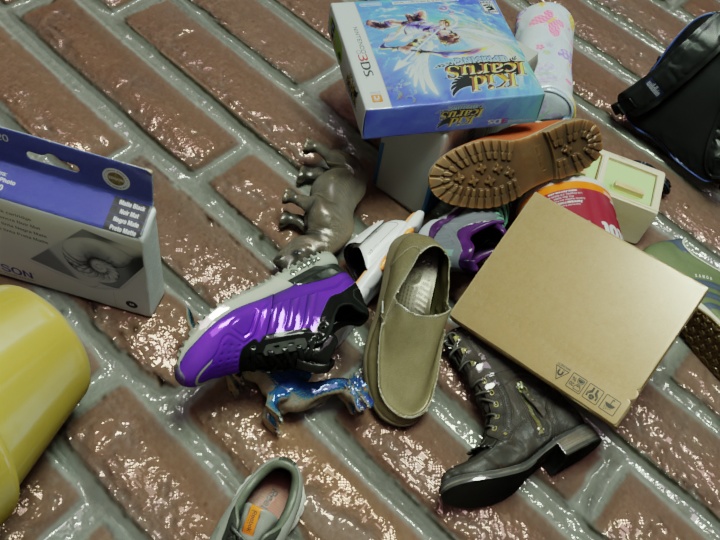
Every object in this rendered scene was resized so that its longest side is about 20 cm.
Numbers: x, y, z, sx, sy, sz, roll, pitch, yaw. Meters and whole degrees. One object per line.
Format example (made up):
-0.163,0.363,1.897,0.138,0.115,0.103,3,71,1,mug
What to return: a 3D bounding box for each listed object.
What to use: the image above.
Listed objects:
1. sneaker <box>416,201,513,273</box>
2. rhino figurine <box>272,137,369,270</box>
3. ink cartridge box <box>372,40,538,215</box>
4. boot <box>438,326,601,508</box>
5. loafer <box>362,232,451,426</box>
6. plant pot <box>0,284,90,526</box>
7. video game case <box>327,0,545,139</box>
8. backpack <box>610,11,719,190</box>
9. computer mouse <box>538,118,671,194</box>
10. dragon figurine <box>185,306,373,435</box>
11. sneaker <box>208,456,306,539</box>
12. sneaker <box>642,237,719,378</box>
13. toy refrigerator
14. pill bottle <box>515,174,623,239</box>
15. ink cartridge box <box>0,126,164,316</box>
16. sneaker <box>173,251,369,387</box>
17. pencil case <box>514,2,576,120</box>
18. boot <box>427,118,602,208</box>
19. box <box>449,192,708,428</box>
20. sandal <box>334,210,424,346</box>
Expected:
0.148,-0.052,0.935,0.087,0.075,0.200,11,41,40,sneaker
-0.047,-0.063,0.939,0.087,0.060,0.200,14,56,3,rhino figurine
0.115,-0.183,0.998,0.084,0.145,0.200,36,57,18,ink cartridge box
0.130,0.135,0.836,0.200,0.069,0.174,-14,56,-27,boot
0.049,0.057,0.828,0.076,0.067,0.201,6,82,-16,loafer
-0.340,0.114,0.693,0.201,0.201,0.189,30,40,11,plant pot
0.079,-0.232,0.911,0.199,0.045,0.182,-8,55,-12,video game case
0.471,-0.236,1.073,0.200,0.191,0.154,44,43,19,backpack
0.310,-0.140,1.066,0.200,0.059,0.034,25,77,3,computer mouse
-0.080,0.094,0.823,0.200,0.059,0.099,39,58,16,dragon figurine
-0.107,0.246,0.701,0.074,0.079,0.200,23,56,4,sneaker
0.404,0.037,0.943,0.090,0.067,0.200,-27,61,-20,sneaker
0.269,-0.115,1.025,0.200,0.070,0.076,22,54,5,toy refrigerator
0.242,0.002,0.912,0.113,0.113,0.200,2,56,-9,pill bottle
-0.293,-0.044,0.795,0.199,0.200,0.041,16,54,2,ink cartridge box
-0.073,0.063,0.766,0.200,0.070,0.100,-33,69,-27,sneaker
0.254,-0.280,1.130,0.090,0.083,0.200,13,54,-6,pencil case
0.160,-0.126,0.936,0.200,0.075,0.107,-16,20,-12,boot
0.215,0.034,0.826,0.200,0.021,0.164,34,86,25,box
0.001,-0.004,0.894,0.059,0.079,0.207,32,58,12,sandal
